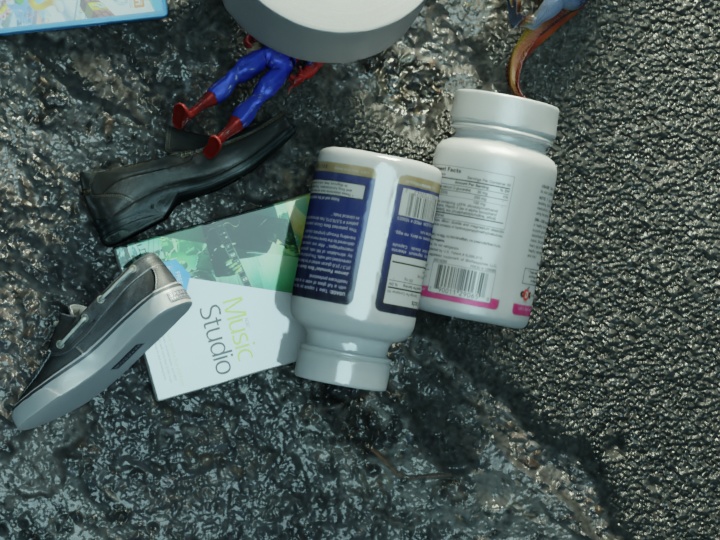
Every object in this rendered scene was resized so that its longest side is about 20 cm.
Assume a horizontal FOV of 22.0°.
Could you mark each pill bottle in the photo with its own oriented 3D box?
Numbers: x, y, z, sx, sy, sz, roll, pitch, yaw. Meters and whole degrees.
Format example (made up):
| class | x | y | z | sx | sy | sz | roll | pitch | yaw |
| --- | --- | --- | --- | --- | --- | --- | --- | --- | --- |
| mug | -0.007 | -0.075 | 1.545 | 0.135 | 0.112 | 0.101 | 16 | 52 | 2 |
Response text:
| class | x | y | z | sx | sy | sz | roll | pitch | yaw |
| --- | --- | --- | --- | --- | --- | --- | --- | --- | --- |
| pill bottle | 0.113 | -0.055 | 1.661 | 0.113 | 0.113 | 0.200 | 11 | 90 | -10 |
| pill bottle | 0.000 | 0.000 | 1.611 | 0.111 | 0.111 | 0.200 | 11 | 89 | -10 |

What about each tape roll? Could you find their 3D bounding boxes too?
| class | x | y | z | sx | sy | sz | roll | pitch | yaw |
| --- | --- | --- | --- | --- | --- | --- | --- | --- | --- |
| tape roll | -0.030 | -0.283 | 1.619 | 0.200 | 0.066 | 0.200 | 4 | 70 | -11 |

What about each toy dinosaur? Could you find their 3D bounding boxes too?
| class | x | y | z | sx | sy | sz | roll | pitch | yaw |
| --- | --- | --- | --- | --- | --- | --- | --- | --- | --- |
| toy dinosaur | 0.199 | -0.284 | 1.706 | 0.181 | 0.105 | 0.200 | -21 | 133 | -21 |

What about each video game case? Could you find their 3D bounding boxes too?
| class | x | y | z | sx | sy | sz | roll | pitch | yaw |
| --- | --- | --- | --- | --- | --- | --- | --- | --- | --- |
| video game case | -0.278 | -0.283 | 1.633 | 0.200 | 0.018 | 0.143 | -8 | 93 | -10 |

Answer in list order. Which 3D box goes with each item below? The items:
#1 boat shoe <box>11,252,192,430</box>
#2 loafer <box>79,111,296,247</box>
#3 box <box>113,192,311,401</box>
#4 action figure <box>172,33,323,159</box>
| class | x | y | z | sx | sy | sz | roll | pitch | yaw |
| --- | --- | --- | --- | --- | --- | --- | --- | --- | --- |
| boat shoe | -0.237 | 0.061 | 1.615 | 0.200 | 0.072 | 0.068 | -41 | 75 | 20 |
| loafer | -0.153 | -0.096 | 1.637 | 0.200 | 0.073 | 0.072 | -28 | 92 | -9 |
| box | -0.107 | 0.022 | 1.666 | 0.200 | 0.036 | 0.144 | -17 | 95 | -10 |
| action figure | -0.078 | -0.180 | 1.633 | 0.065 | 0.052 | 0.200 | 41 | 59 | 6 |
